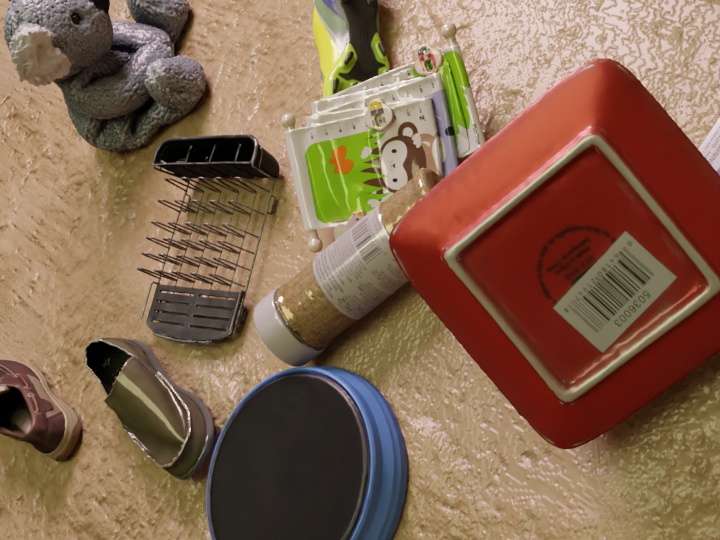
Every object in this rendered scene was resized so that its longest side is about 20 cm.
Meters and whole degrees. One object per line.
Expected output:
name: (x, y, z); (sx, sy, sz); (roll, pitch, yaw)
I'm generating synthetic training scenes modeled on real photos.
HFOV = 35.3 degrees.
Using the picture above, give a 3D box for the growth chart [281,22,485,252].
growth chart: (0.020, -0.105, 0.978); (0.199, 0.018, 0.146); (-23, 84, 25)

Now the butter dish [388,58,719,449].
butter dish: (0.156, -0.017, 0.779); (0.200, 0.148, 0.200); (-40, 91, 19)

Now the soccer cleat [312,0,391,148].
soccer cleat: (-0.012, -0.197, 1.063); (0.084, 0.064, 0.202); (139, 132, -63)

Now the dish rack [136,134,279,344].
dish rack: (-0.158, -0.029, 1.111); (0.152, 0.054, 0.202); (3, 75, 42)

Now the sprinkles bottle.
sprinkles bottle: (0.000, 0.000, 0.950); (0.200, 0.068, 0.069); (-39, 51, 22)

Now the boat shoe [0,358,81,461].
boat shoe: (-0.378, 0.141, 1.216); (0.199, 0.072, 0.073); (29, 91, 44)

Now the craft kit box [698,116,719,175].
craft kit box: (0.341, -0.100, 0.716); (0.197, 0.048, 0.201); (38, 98, 41)

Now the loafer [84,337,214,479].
loafer: (-0.210, 0.127, 1.077); (0.200, 0.069, 0.076); (36, 97, 44)

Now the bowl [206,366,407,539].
bowl: (-0.052, 0.176, 0.941); (0.199, 0.039, 0.203); (-17, 62, 35)

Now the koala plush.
koala plush: (-0.301, -0.237, 1.222); (0.183, 0.199, 0.179); (-36, 52, 24)
